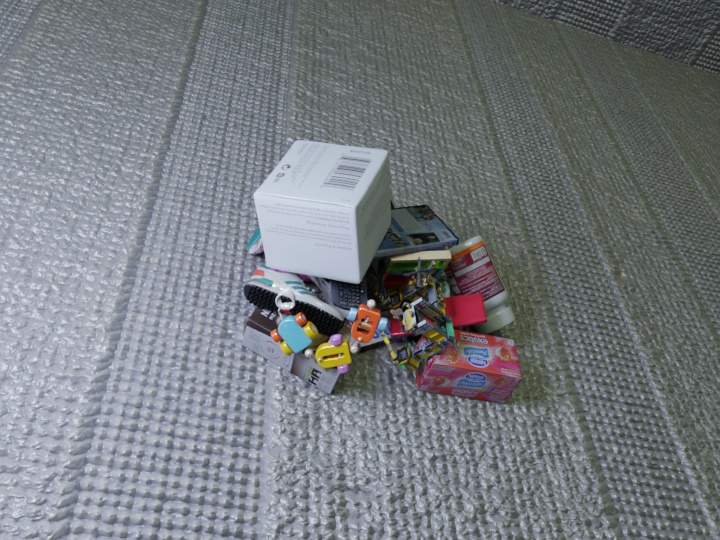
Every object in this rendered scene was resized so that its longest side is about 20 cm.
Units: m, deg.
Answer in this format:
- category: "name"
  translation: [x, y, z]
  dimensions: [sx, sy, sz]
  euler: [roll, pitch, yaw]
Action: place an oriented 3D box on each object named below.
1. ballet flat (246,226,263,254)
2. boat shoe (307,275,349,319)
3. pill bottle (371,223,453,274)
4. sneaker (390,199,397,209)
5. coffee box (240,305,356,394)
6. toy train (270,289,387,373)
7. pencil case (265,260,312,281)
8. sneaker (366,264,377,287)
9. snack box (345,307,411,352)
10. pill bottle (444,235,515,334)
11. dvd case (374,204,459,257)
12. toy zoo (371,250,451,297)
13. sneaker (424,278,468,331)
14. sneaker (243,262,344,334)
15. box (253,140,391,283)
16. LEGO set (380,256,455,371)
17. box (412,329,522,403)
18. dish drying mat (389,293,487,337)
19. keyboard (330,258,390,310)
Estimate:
- category: "ballet flat"
  translation: [-0.192, -0.094, 1.532]
  dimensions: [0.071, 0.072, 0.201]
  euler: [21, 42, -4]
- category: "boat shoe"
  translation: [-0.045, 0.024, 1.402]
  dimensions: [0.200, 0.069, 0.071]
  euler: [45, 59, -3]
- category: "pill bottle"
  translation: [0.112, -0.043, 1.582]
  dimensions: [0.198, 0.116, 0.116]
  euler: [-15, 54, -36]
- category: "sneaker"
  translation: [0.054, -0.129, 1.574]
  dimensions: [0.087, 0.076, 0.200]
  euler: [24, 8, -33]
- category: "coffee box"
  translation: [-0.113, 0.130, 1.323]
  dimensions: [0.198, 0.080, 0.113]
  euler: [28, 43, 4]
- category: "toy train"
  translation: [-0.058, 0.097, 1.230]
  dimensions: [0.197, 0.152, 0.056]
  euler: [14, 20, -1]
- category: "pencil case"
  translation: [-0.105, -0.021, 1.480]
  dimensions: [0.198, 0.091, 0.095]
  euler: [5, 80, -24]
- category: "sneaker"
  translation: [-0.015, -0.058, 1.448]
  dimensions: [0.090, 0.076, 0.201]
  euler: [-25, 79, -35]
- category: "snack box"
  translation: [0.060, 0.116, 1.462]
  dimensions: [0.198, 0.024, 0.072]
  euler: [-13, 55, -35]
- category: "pill bottle"
  translation: [0.259, 0.034, 1.529]
  dimensions: [0.109, 0.109, 0.202]
  euler: [-24, 89, -41]
- category: "dvd case"
  translation: [0.084, -0.084, 1.414]
  dimensions: [0.198, 0.018, 0.143]
  euler: [-9, 39, -24]
- category: "toy zoo"
  translation: [0.100, 0.016, 1.457]
  dimensions: [0.129, 0.201, 0.021]
  euler: [-2, 63, -15]
- category: "sneaker"
  translation: [0.190, 0.099, 1.515]
  dimensions: [0.091, 0.077, 0.201]
  euler: [49, 17, -32]
- category: "sneaker"
  translation: [-0.114, 0.043, 1.296]
  dimensions: [0.198, 0.071, 0.094]
  euler: [21, 47, 1]
- category: "box"
  translation: [-0.062, -0.114, 1.285]
  dimensions: [0.197, 0.173, 0.200]
  euler: [9, 41, 17]
- category: "LEGO set"
  translation: [0.094, 0.082, 1.339]
  dimensions: [0.115, 0.153, 0.202]
  euler: [33, 46, -38]
- category: "box"
  translation: [0.216, 0.191, 1.404]
  dimensions: [0.197, 0.096, 0.100]
  euler: [11, 45, -14]
- category: "dish drying mat"
  translation: [0.158, 0.092, 1.427]
  dimensions: [0.197, 0.018, 0.078]
  euler: [-10, 52, 10]
- category: "keyboard"
  translation: [0.000, 0.000, 1.353]
  dimensions: [0.126, 0.021, 0.202]
  euler: [14, 49, -21]
